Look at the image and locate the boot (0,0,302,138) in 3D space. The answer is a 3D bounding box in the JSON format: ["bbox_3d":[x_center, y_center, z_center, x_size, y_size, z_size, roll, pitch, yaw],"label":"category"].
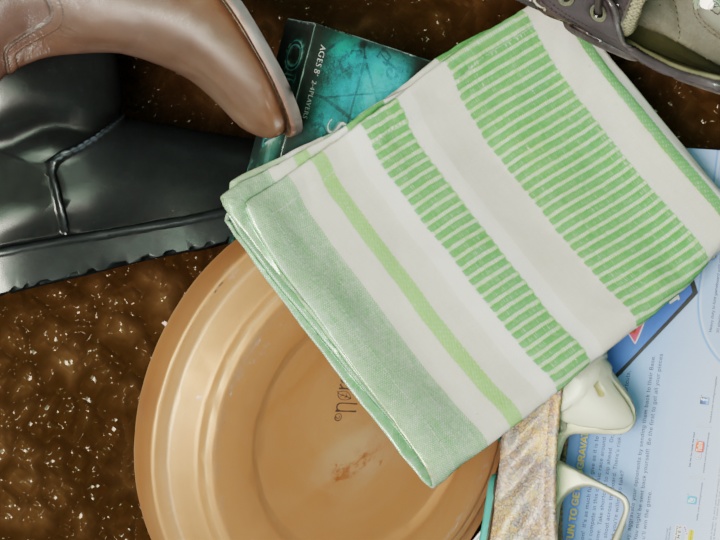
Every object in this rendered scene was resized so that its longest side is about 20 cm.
[{"bbox_3d":[-0.150,-0.071,0.867,0.200,0.064,0.187,-42,87,-14],"label":"boot"}]

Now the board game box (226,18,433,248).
[{"bbox_3d":[0.000,0.000,0.953,0.135,0.028,0.202,13,94,-37],"label":"board game box"}]

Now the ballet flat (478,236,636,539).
[{"bbox_3d":[0.088,0.083,0.926,0.067,0.068,0.202,5,88,13],"label":"ballet flat"}]

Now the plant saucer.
[{"bbox_3d":[-0.007,0.068,0.928,0.199,0.032,0.202,-9,106,-34],"label":"plant saucer"}]

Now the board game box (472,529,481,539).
[{"bbox_3d":[0.139,0.170,0.946,0.200,0.026,0.200,42,95,27],"label":"board game box"}]

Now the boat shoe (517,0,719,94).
[{"bbox_3d":[0.117,-0.130,0.908,0.199,0.065,0.072,26,107,-15],"label":"boat shoe"}]

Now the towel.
[{"bbox_3d":[0.057,-0.022,0.901,0.199,0.023,0.153,-34,80,-27],"label":"towel"}]

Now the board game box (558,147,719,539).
[{"bbox_3d":[0.130,0.043,0.954,0.102,0.019,0.202,6,82,25],"label":"board game box"}]

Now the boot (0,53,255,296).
[{"bbox_3d":[-0.118,-0.082,0.947,0.197,0.073,0.164,-13,92,-22],"label":"boot"}]
